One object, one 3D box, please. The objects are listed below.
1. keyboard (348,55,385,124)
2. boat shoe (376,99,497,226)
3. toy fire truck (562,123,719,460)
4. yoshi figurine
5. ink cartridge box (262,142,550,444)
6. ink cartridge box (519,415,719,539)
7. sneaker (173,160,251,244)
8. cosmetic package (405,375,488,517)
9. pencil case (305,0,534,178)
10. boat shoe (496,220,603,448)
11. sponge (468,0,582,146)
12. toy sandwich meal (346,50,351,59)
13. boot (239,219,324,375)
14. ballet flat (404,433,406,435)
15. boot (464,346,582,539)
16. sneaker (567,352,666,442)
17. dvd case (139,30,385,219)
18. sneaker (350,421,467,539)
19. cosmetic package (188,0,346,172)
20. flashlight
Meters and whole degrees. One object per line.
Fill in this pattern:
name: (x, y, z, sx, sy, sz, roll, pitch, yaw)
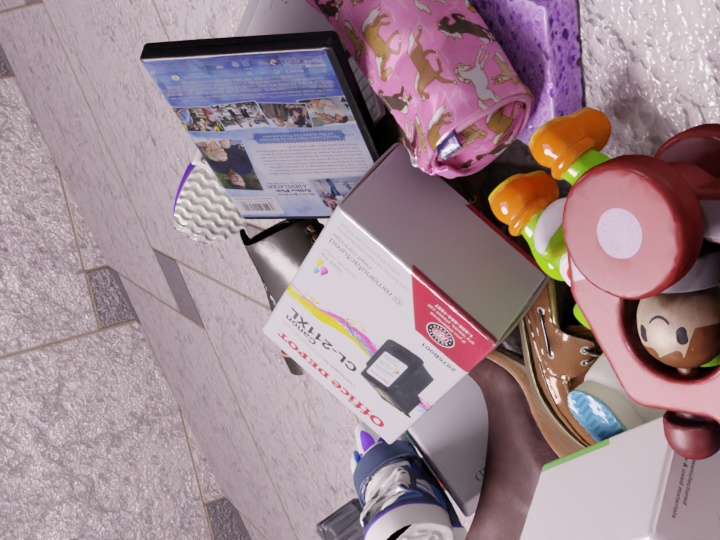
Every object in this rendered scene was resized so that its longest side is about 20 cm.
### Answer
keyboard: (-0.018, -0.122, 0.863, 0.200, 0.011, 0.057, 148, 105, -71)
boat shoe: (0.061, -0.084, 0.830, 0.072, 0.067, 0.202, 49, 165, 52)
toy fire truck: (0.191, 0.020, 0.515, 0.198, 0.111, 0.170, 3, 107, 43)
yoshi figurine: (0.177, 0.000, 0.649, 0.201, 0.111, 0.113, 55, 179, 24)
ink cartridge box: (0.026, 0.026, 0.800, 0.145, 0.083, 0.200, 40, 145, 3)
ink cartridge box: (0.216, 0.185, 0.644, 0.199, 0.085, 0.145, 33, 147, -11)
sneaker: (-0.105, -0.120, 0.947, 0.069, 0.202, 0.100, 26, -168, -20)
cosmetic package: (0.077, 0.114, 0.994, 0.201, 0.101, 0.071, 52, 173, 22)
pencil case: (0.030, -0.159, 0.716, 0.201, 0.086, 0.083, 58, 157, 16)
boat shoe: (0.158, 0.047, 0.779, 0.202, 0.071, 0.068, 64, 160, -7)
sponge: (0.079, -0.166, 0.755, 0.200, 0.030, 0.113, 40, 150, 46)
toy sandwich meal: (0.006, -0.119, 0.945, 0.205, 0.070, 0.208, 42, 141, 46)
boot: (0.000, 0.000, 0.927, 0.078, 0.198, 0.140, -74, -38, -70)
ballet flat: (0.043, 0.098, 1.152, 0.064, 0.066, 0.202, -100, -3, -58)
boot: (0.119, 0.158, 0.891, 0.072, 0.168, 0.199, 21, -172, -46)
sneaker: (0.223, 0.122, 0.726, 0.200, 0.081, 0.076, 50, 165, -30)
dvd case: (-0.056, -0.098, 0.777, 0.141, 0.018, 0.201, 0, 149, 18)
sneaker: (0.021, 0.193, 0.936, 0.147, 0.080, 0.200, 52, -175, 28)
cosmetic package: (-0.062, -0.166, 0.851, 0.202, 0.082, 0.051, -65, 22, 17)
flashlight: (0.057, 0.225, 1.060, 0.068, 0.199, 0.068, 56, 158, 6)
